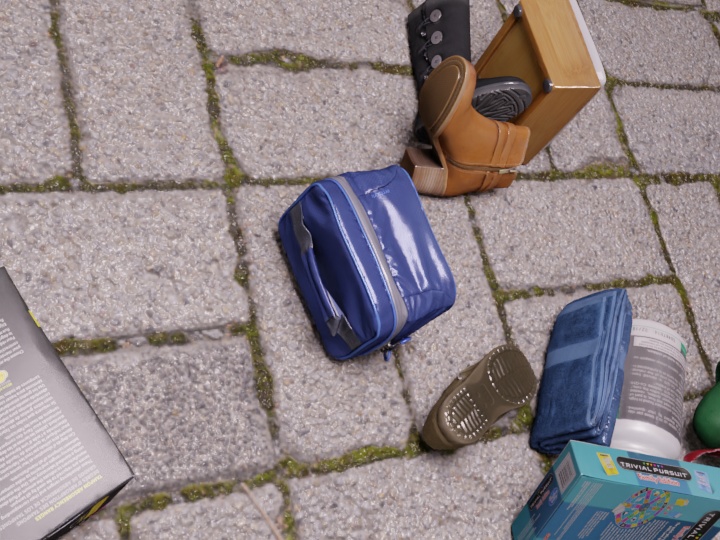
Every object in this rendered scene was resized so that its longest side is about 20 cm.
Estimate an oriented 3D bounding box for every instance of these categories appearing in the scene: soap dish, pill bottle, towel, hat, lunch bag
[{"bbox_3d":[0.223,-0.253,1.102,0.080,0.200,0.160,-9,72,-21],"label":"soap dish"},{"bbox_3d":[0.330,0.171,1.014,0.112,0.113,0.202,26,57,-14],"label":"pill bottle"},{"bbox_3d":[0.262,0.118,1.003,0.048,0.111,0.202,35,56,-24],"label":"towel"},{"bbox_3d":[0.431,0.212,1.052,0.174,0.202,0.166,-23,40,-7],"label":"hat"},{"bbox_3d":[0.000,0.000,0.906,0.131,0.136,0.202,-17,78,-32],"label":"lunch bag"}]

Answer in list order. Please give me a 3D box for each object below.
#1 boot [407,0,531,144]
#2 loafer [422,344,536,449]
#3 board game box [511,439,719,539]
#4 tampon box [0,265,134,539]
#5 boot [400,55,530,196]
[{"bbox_3d":[0.139,-0.283,1.099,0.065,0.163,0.203,35,49,-49],"label":"boot"},{"bbox_3d":[0.133,0.143,0.956,0.199,0.067,0.077,-20,81,-49],"label":"loafer"},{"bbox_3d":[0.285,0.264,0.910,0.197,0.152,0.047,13,37,-14],"label":"board game box"},{"bbox_3d":[-0.298,0.131,0.682,0.126,0.150,0.201,-31,84,-33],"label":"tampon box"},{"bbox_3d":[0.143,-0.173,1.026,0.152,0.201,0.074,-2,53,-20],"label":"boot"}]
